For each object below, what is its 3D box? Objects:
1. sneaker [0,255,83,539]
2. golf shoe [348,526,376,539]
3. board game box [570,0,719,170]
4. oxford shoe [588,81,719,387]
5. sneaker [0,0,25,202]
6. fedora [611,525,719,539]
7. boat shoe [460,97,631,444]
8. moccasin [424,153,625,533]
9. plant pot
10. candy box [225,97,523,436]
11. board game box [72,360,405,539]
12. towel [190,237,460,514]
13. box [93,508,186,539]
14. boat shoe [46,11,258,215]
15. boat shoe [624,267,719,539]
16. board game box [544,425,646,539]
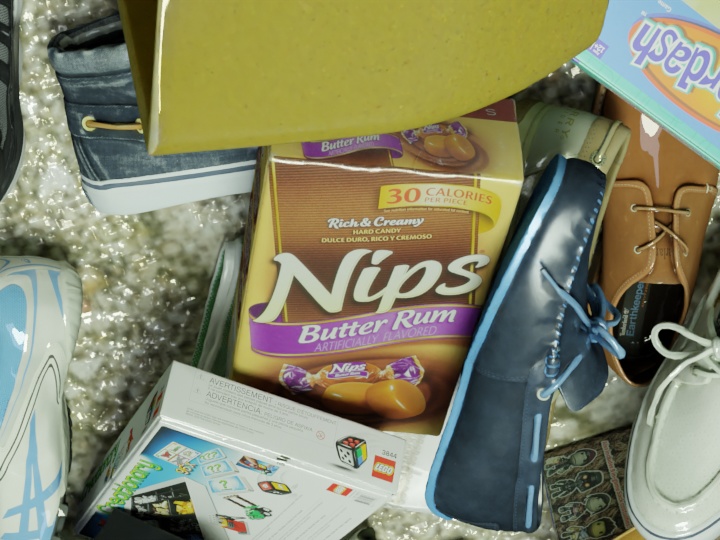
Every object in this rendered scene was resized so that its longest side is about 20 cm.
[{"bbox_3d":[-0.189,0.083,0.905,0.071,0.072,0.202,2,116,-10],"label":"sneaker"},{"bbox_3d":[0.064,0.216,0.994,0.198,0.078,0.098,19,111,-14],"label":"golf shoe"},{"bbox_3d":[0.194,-0.151,0.778,0.151,0.045,0.201,32,99,-19],"label":"board game box"},{"bbox_3d":[0.154,-0.032,0.856,0.070,0.072,0.202,-1,118,0],"label":"oxford shoe"},{"bbox_3d":[-0.195,-0.098,0.777,0.074,0.114,0.202,-1,120,-2],"label":"sneaker"},{"bbox_3d":[0.195,0.212,0.875,0.198,0.082,0.203,-1,120,-2],"label":"fedora"},{"bbox_3d":[0.096,0.015,0.854,0.062,0.073,0.203,14,112,24],"label":"boat shoe"},{"bbox_3d":[0.088,0.038,0.796,0.067,0.081,0.202,20,126,6],"label":"moccasin"},{"bbox_3d":[0.006,-0.171,0.707,0.197,0.195,0.198,2,119,-14],"label":"plant pot"},{"bbox_3d":[0.000,0.000,0.811,0.115,0.057,0.201,4,139,-8],"label":"candy box"},{"bbox_3d":[-0.071,0.117,0.894,0.125,0.035,0.200,20,150,-13],"label":"board game box"},{"bbox_3d":[0.004,0.068,0.929,0.198,0.031,0.151,13,119,-10],"label":"towel"},{"bbox_3d":[-0.107,0.248,0.926,0.078,0.142,0.201,20,153,34],"label":"box"},{"bbox_3d":[-0.051,-0.091,0.813,0.198,0.071,0.092,-12,119,5],"label":"boat shoe"},{"bbox_3d":[0.187,0.039,0.832,0.203,0.074,0.086,-58,155,-13],"label":"boat shoe"},{"bbox_3d":[0.222,0.161,0.952,0.198,0.097,0.161,-18,119,8],"label":"board game box"}]
